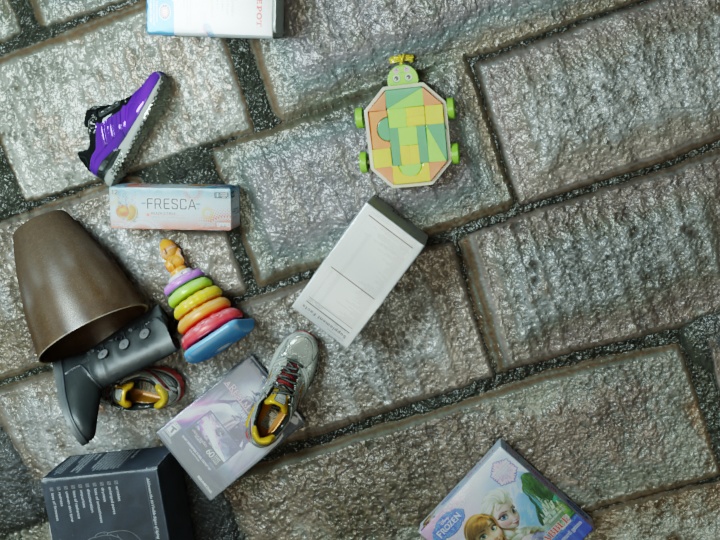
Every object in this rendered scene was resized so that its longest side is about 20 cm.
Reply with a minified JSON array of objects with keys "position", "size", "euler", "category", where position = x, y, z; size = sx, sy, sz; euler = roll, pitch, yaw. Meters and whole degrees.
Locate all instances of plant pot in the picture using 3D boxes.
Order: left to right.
[{"position":[-0.463,0.014,1.744],"size":[0.186,0.187,0.201],"euler":[-31,81,11],"category":"plant pot"}]

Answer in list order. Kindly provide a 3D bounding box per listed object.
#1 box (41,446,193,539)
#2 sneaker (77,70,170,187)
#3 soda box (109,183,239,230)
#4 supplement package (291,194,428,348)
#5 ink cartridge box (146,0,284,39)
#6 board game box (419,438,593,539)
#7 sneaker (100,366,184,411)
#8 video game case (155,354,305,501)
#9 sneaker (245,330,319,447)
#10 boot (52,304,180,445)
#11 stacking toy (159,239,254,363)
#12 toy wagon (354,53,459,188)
[{"position":[-0.392,0.407,1.810],"size":[0.195,0.124,0.202],"euler":[-6,99,10],"category":"box"},{"position":[-0.380,-0.237,1.729],"size":[0.099,0.070,0.201],"euler":[33,102,3],"category":"sneaker"},{"position":[-0.293,-0.102,1.745],"size":[0.198,0.064,0.069],"euler":[2,100,6],"category":"soda box"},{"position":[0.000,0.000,1.702],"size":[0.113,0.110,0.200],"euler":[37,102,-1],"category":"supplement package"},{"position":[-0.215,-0.425,1.666],"size":[0.198,0.085,0.146],"euler":[4,101,8],"category":"ink cartridge box"},{"position":[0.233,0.410,1.773],"size":[0.199,0.041,0.200],"euler":[40,102,-1],"category":"board game box"},{"position":[-0.391,0.184,1.791],"size":[0.198,0.082,0.078],"euler":[3,100,8],"category":"sneaker"},{"position":[-0.209,0.254,1.792],"size":[0.200,0.019,0.143],"euler":[-39,94,-5],"category":"video game case"},{"position":[-0.118,0.192,1.754],"size":[0.077,0.082,0.201],"euler":[23,85,-6],"category":"sneaker"},{"position":[-0.370,0.161,1.718],"size":[0.199,0.066,0.165],"euler":[-25,54,-3],"category":"boot"},{"position":[-0.268,0.037,1.757],"size":[0.109,0.116,0.201],"euler":[-32,83,9],"category":"stacking toy"},{"position":[0.069,-0.229,1.688],"size":[0.154,0.040,0.202],"euler":[-5,100,8],"category":"toy wagon"}]
